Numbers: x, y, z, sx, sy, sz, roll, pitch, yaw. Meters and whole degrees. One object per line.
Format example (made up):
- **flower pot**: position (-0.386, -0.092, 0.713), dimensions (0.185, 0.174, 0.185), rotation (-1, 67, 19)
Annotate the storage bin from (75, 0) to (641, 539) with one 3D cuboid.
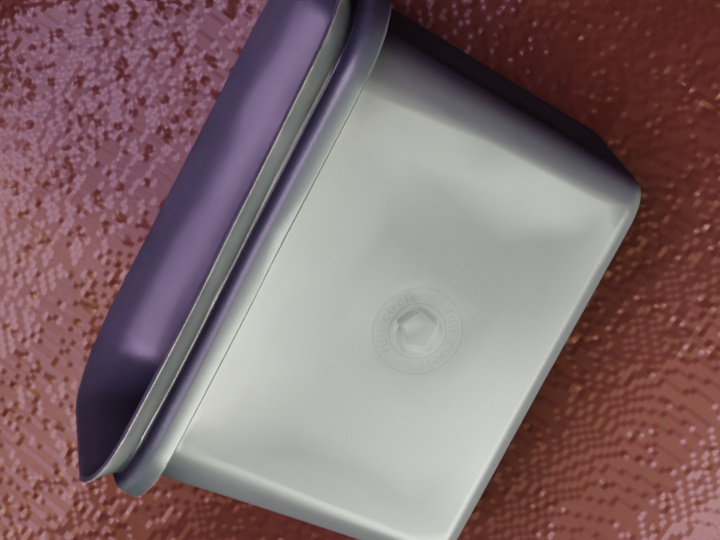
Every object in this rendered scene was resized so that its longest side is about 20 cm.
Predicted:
- **storage bin**: position (0.000, 0.000, 0.949), dimensions (0.134, 0.146, 0.200), rotation (26, 102, -15)
